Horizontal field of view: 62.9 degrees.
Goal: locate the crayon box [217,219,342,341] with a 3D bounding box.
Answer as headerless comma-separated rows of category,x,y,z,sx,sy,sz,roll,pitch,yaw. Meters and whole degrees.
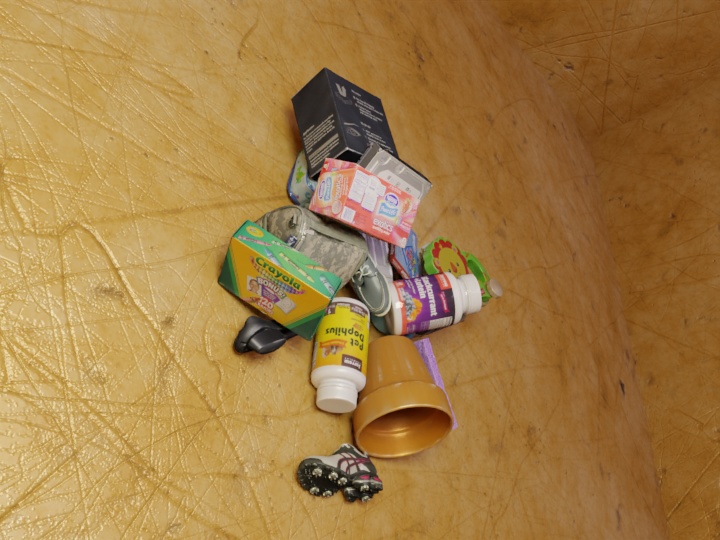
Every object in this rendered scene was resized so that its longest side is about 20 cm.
crayon box,-0.141,0.019,1.020,0.197,0.120,0.059,32,41,1

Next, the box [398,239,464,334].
box,0.167,0.046,1.442,0.039,0.135,0.206,3,69,-47

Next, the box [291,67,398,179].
box,-0.028,-0.290,1.267,0.194,0.116,0.205,11,58,-50

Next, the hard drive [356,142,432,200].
hard drive,0.051,-0.169,1.231,0.198,0.140,0.038,24,22,-47

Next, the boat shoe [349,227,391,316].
boat shoe,0.000,0.000,1.201,0.061,0.072,0.204,25,38,-61

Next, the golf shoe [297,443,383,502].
golf shoe,-0.044,0.363,1.077,0.198,0.077,0.089,33,28,-40

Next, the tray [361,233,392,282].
tray,0.031,-0.064,1.292,0.106,0.022,0.206,11,65,-48

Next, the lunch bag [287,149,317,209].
lunch bag,-0.066,-0.179,1.314,0.199,0.081,0.164,37,46,-34

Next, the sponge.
sponge,0.134,0.260,1.307,0.029,0.110,0.206,-9,79,-50

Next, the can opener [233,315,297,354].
can opener,-0.154,0.113,1.071,0.079,0.064,0.199,44,23,15

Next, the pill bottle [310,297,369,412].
pill bottle,-0.039,0.164,1.141,0.108,0.108,0.205,32,48,-37

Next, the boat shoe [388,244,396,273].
boat shoe,0.077,-0.057,1.438,0.066,0.071,0.201,51,37,-18

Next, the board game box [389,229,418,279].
board game box,0.101,-0.055,1.375,0.103,0.019,0.203,48,27,-29

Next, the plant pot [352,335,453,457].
plant pot,0.073,0.244,1.190,0.198,0.199,0.187,31,34,-37

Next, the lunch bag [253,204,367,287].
lunch bag,-0.101,-0.041,1.124,0.197,0.165,0.143,18,57,-44

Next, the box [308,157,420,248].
box,0.011,-0.125,1.113,0.197,0.093,0.105,18,93,-47

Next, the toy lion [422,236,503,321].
toy lion,0.232,0.008,1.386,0.198,0.068,0.195,-20,79,-50

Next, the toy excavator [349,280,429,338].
toy excavator,0.049,0.067,1.329,0.196,0.099,0.200,4,66,-41

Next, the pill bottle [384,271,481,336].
pill bottle,0.151,0.066,1.245,0.194,0.112,0.115,-10,75,-10
